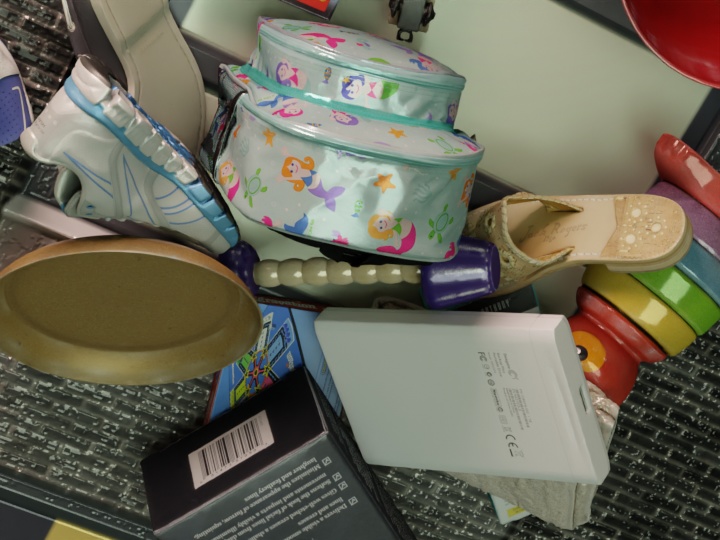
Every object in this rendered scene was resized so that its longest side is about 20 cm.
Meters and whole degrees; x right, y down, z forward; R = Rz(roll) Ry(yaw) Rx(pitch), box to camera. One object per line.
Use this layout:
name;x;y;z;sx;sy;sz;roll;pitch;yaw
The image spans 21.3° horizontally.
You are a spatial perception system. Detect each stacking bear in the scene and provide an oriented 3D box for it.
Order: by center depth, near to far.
stacking bear;0.207;0.020;1.410;0.121;0.114;0.200;40;90;14

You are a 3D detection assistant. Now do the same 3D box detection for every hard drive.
hard drive;0.071;0.088;1.371;0.199;0.027;0.133;1;123;35

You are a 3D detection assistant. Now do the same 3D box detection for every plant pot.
plant pot;-0.167;0.026;1.347;0.199;0.028;0.200;0;151;0

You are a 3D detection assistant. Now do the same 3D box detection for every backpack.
backpack;-0.008;-0.082;1.284;0.176;0.200;0.151;11;109;-16

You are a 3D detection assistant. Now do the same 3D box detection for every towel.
towel;0.090;0.108;1.416;0.199;0.034;0.133;23;133;18

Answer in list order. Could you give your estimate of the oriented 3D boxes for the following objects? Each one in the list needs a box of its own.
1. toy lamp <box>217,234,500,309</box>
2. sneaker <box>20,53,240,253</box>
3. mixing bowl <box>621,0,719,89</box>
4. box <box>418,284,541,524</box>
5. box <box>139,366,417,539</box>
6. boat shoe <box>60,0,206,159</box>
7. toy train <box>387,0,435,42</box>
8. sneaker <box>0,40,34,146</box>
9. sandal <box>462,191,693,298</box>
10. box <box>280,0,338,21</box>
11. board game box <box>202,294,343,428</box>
toy lamp;0.000;0.000;1.364;0.199;0.058;0.059;0;118;18
sneaker;-0.155;-0.060;1.274;0.087;0.075;0.200;-40;138;3
mixing bowl;0.259;-0.231;1.317;0.199;0.108;0.201;-2;107;-6
box;0.113;0.093;1.477;0.082;0.049;0.201;-20;117;-2
box;-0.049;0.202;1.440;0.148;0.107;0.201;-30;117;3
boat shoe;-0.159;-0.142;1.312;0.073;0.063;0.201;-40;136;-31
toy train;0.054;-0.254;1.305;0.034;0.046;0.201;13;109;-5
sneaker;-0.284;-0.156;1.237;0.080;0.115;0.200;-23;117;0
sandal;0.125;-0.033;1.361;0.211;0.078;0.070;-5;152;28
box;-0.088;-0.255;1.278;0.199;0.035;0.110;21;109;-20
board game box;-0.068;0.115;1.465;0.102;0.019;0.201;8;113;-17
